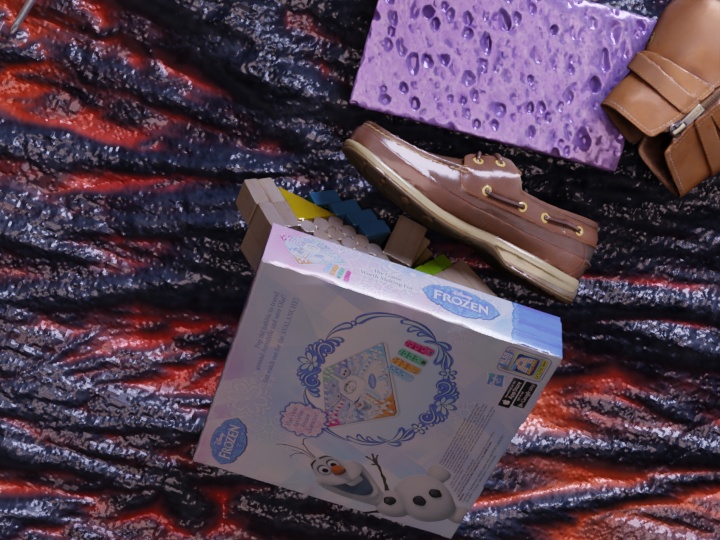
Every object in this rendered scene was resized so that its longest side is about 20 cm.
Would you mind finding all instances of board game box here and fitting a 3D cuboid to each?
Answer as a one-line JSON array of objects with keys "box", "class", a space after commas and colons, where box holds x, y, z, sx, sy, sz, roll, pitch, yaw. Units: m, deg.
[{"box": [0.005, 0.082, 0.789, 0.198, 0.043, 0.201, 18, 129, -7], "class": "board game box"}]

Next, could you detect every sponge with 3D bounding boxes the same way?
[{"box": [0.101, -0.147, 0.827, 0.199, 0.030, 0.112, 14, 96, -6], "class": "sponge"}]

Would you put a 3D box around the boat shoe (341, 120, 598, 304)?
[{"box": [0.080, -0.052, 0.819, 0.199, 0.072, 0.068, 31, 88, -13], "class": "boat shoe"}]

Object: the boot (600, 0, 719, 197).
[{"box": [0.277, -0.107, 0.811, 0.200, 0.077, 0.155, 43, 86, -14], "class": "boot"}]

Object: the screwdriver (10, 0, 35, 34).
[{"box": [-0.188, -0.249, 0.794, 0.029, 0.028, 0.200, 38, 94, 23], "class": "screwdriver"}]

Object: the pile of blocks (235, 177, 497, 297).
[{"box": [0.000, 0.000, 0.829, 0.199, 0.082, 0.062, 30, 133, 1], "class": "pile of blocks"}]
